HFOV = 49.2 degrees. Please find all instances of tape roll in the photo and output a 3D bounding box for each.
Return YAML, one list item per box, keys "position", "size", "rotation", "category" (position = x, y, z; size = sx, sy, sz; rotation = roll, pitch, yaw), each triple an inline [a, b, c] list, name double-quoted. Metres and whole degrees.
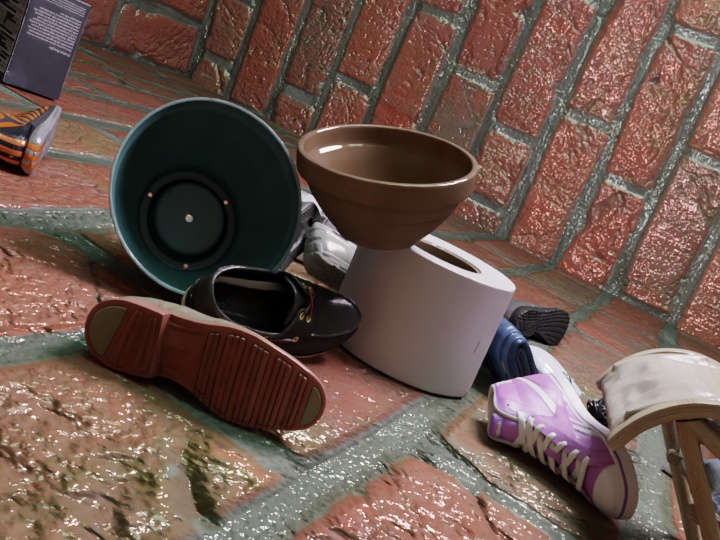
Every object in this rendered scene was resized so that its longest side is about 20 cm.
- position: [0.072, 0.040, 0.958]
  size: [0.198, 0.142, 0.203]
  rotation: [24, 12, -5]
  category: "tape roll"

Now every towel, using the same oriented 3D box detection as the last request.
- position: [0.164, 0.087, 1.066]
  size: [0.200, 0.048, 0.113]
  rotation: [46, -15, 54]
  category: "towel"

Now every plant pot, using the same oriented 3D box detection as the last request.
- position: [-0.176, -0.066, 0.850]
  size: [0.196, 0.206, 0.134]
  rotation: [20, -14, -20]
  category: "plant pot"
- position: [0.024, -0.086, 0.861]
  size: [0.195, 0.095, 0.202]
  rotation: [6, 27, -3]
  category: "plant pot"

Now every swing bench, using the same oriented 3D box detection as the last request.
- position: [0.315, 0.172, 0.705]
  size: [0.203, 0.128, 0.199]
  rotation: [59, 16, 1]
  category: "swing bench"

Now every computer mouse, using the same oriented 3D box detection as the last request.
- position: [0.283, 0.155, 1.134]
  size: [0.199, 0.045, 0.108]
  rotation: [34, 16, 38]
  category: "computer mouse"

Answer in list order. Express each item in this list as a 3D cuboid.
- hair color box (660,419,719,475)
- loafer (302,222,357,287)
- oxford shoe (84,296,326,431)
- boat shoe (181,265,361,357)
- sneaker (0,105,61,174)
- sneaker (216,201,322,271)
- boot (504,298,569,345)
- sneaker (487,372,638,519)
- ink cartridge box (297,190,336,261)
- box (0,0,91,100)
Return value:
- position: [0.476, 0.255, 0.949]
  size: [0.060, 0.104, 0.199]
  rotation: [14, 14, -38]
  category: "hair color box"
- position: [0.000, 0.000, 1.073]
  size: [0.069, 0.071, 0.199]
  rotation: [-18, -36, 33]
  category: "loafer"
- position: [-0.116, 0.065, 0.632]
  size: [0.196, 0.072, 0.074]
  rotation: [25, 9, -1]
  category: "oxford shoe"
- position: [-0.075, 0.041, 0.777]
  size: [0.198, 0.076, 0.063]
  rotation: [11, -23, -37]
  category: "boat shoe"
- position: [-0.464, -0.195, 1.038]
  size: [0.110, 0.079, 0.200]
  rotation: [21, 12, -19]
  category: "sneaker"
- position: [-0.142, -0.032, 1.024]
  size: [0.112, 0.078, 0.199]
  rotation: [-7, 21, 32]
  category: "sneaker"
- position: [0.298, 0.076, 1.471]
  size: [0.198, 0.071, 0.130]
  rotation: [19, 7, -46]
  category: "boot"
- position: [0.193, 0.183, 0.810]
  size: [0.111, 0.075, 0.201]
  rotation: [-1, 25, -18]
  category: "sneaker"
- position: [-0.078, -0.066, 1.254]
  size: [0.196, 0.086, 0.146]
  rotation: [24, 11, -2]
  category: "ink cartridge box"
- position: [-0.654, -0.476, 1.574]
  size: [0.122, 0.202, 0.199]
  rotation: [15, 14, -44]
  category: "box"
